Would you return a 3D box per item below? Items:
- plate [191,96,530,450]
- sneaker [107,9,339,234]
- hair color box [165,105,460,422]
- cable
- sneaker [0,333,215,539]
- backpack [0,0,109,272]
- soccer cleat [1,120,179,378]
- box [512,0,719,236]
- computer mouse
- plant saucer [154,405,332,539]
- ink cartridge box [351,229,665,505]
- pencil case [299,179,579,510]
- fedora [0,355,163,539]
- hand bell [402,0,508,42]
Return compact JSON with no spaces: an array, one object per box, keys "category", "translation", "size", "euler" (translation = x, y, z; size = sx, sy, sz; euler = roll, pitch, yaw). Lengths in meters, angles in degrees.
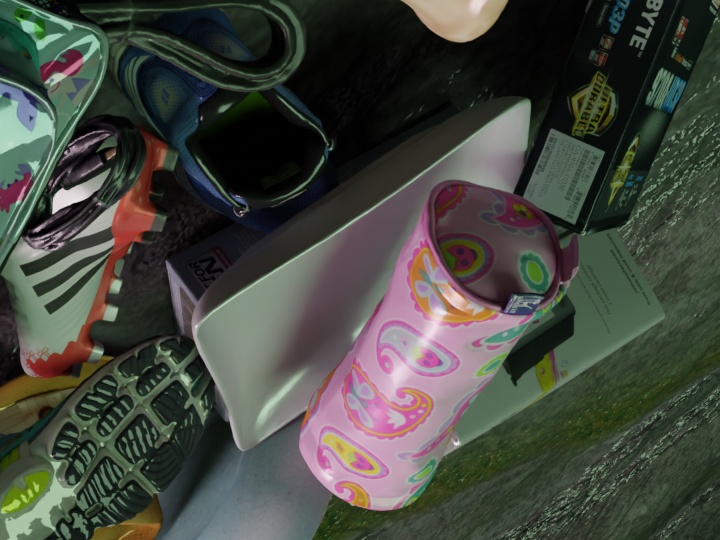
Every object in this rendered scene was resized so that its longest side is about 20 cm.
[{"category":"plate","translation":[0.000,0.000,0.904],"size":[0.199,0.032,0.200],"euler":[-35,159,-11]},{"category":"sneaker","translation":[-0.054,-0.055,0.845],"size":[0.078,0.089,0.200],"euler":[-40,152,3]},{"category":"hair color box","translation":[-0.011,-0.005,1.002],"size":[0.199,0.061,0.099],"euler":[-29,151,-19]},{"category":"cable","translation":[-0.119,-0.107,0.712],"size":[0.198,0.050,0.098],"euler":[-15,110,-30]},{"category":"sneaker","translation":[-0.160,0.097,0.876],"size":[0.200,0.079,0.078],"euler":[-39,125,-21]},{"category":"backpack","translation":[-0.203,-0.053,0.578],"size":[0.199,0.151,0.178],"euler":[24,110,-26]},{"category":"soccer cleat","translation":[-0.149,-0.012,0.826],"size":[0.084,0.069,0.200],"euler":[17,148,-14]},{"category":"box","translation":[0.147,-0.103,0.956],"size":[0.160,0.046,0.200],"euler":[-68,167,8]},{"category":"computer mouse","translation":[-0.152,-0.021,0.724],"size":[0.199,0.059,0.034],"euler":[-15,153,41]},{"category":"plant saucer","translation":[-0.087,0.135,1.017],"size":[0.039,0.201,0.201],"euler":[35,106,-25]},{"category":"ink cartridge box","translation":[0.076,0.057,1.110],"size":[0.199,0.086,0.147],"euler":[-28,174,-36]},{"category":"pencil case","translation":[0.037,0.042,0.886],"size":[0.087,0.088,0.201],"euler":[-17,152,-36]},{"category":"fedora","translation":[-0.178,0.137,0.976],"size":[0.199,0.082,0.201],"euler":[-30,152,-18]},{"category":"hand bell","translation":[-0.041,-0.149,0.713],"size":[0.198,0.105,0.105],"euler":[-3,137,-28]}]
